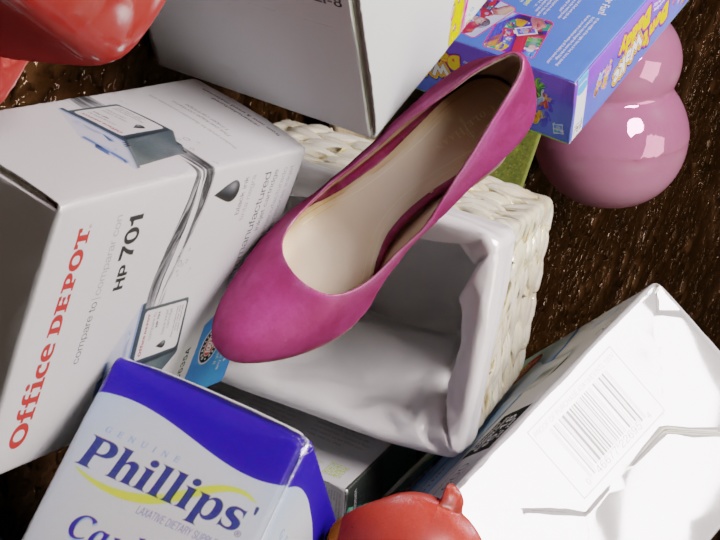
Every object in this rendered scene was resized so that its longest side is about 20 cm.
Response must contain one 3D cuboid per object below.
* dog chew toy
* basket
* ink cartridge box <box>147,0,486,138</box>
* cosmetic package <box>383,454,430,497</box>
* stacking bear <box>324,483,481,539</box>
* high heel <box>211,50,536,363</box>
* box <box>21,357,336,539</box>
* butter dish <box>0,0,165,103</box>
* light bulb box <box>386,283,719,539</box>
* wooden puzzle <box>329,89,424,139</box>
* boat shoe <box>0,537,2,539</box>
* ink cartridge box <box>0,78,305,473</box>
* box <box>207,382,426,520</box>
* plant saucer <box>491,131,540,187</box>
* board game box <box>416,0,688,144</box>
[{"bbox_3d":[0.197,-0.154,1.410,0.124,0.124,0.202,-32,127,-52],"label":"dog chew toy"},{"bbox_3d":[0.000,0.000,1.030,0.123,0.199,0.137,-34,138,-61],"label":"basket"},{"bbox_3d":[-0.010,-0.197,0.922,0.200,0.144,0.145,-51,149,-33],"label":"ink cartridge box"},{"bbox_3d":[0.044,0.150,1.210,0.151,0.199,0.052,-57,158,-24],"label":"cosmetic package"},{"bbox_3d":[0.003,0.189,0.850,0.122,0.113,0.201,97,15,-45],"label":"stacking bear"},{"bbox_3d":[0.007,-0.032,0.882,0.199,0.068,0.096,-34,164,-15],"label":"high heel"},{"bbox_3d":[-0.099,0.176,0.871,0.184,0.104,0.201,80,33,-65],"label":"box"},{"bbox_3d":[-0.118,-0.166,0.725,0.201,0.147,0.199,-67,155,-7],"label":"butter dish"},{"bbox_3d":[0.108,0.136,1.047,0.198,0.125,0.200,-42,-179,-28],"label":"light bulb box"},{"bbox_3d":[0.024,-0.158,1.153,0.185,0.037,0.201,-47,151,-41],"label":"wooden puzzle"},{"bbox_3d":[-0.201,0.222,0.908,0.068,0.084,0.202,-24,125,-42],"label":"boat shoe"},{"bbox_3d":[-0.130,-0.002,0.868,0.200,0.086,0.147,-23,138,-59],"label":"ink cartridge box"},{"bbox_3d":[-0.017,0.073,1.099,0.200,0.143,0.037,-39,140,-48],"label":"box"},{"bbox_3d":[0.063,-0.062,1.241,0.200,0.048,0.201,-39,152,-53],"label":"plant saucer"},{"bbox_3d":[0.116,-0.169,1.128,0.200,0.134,0.045,-47,151,-40],"label":"board game box"}]
